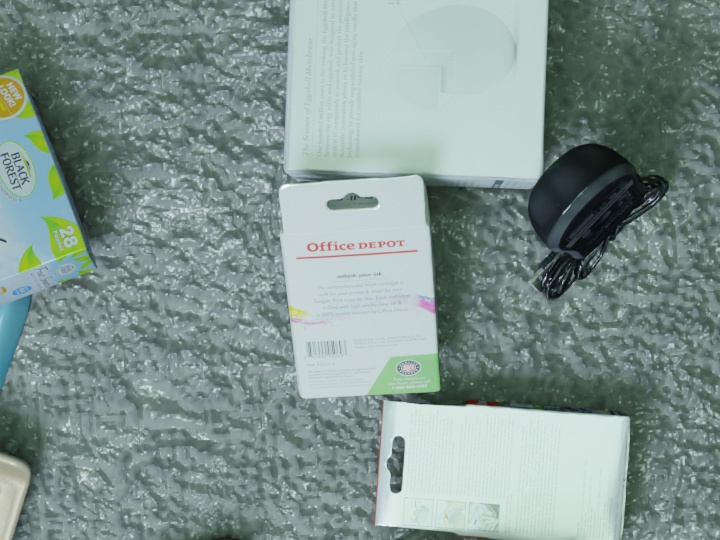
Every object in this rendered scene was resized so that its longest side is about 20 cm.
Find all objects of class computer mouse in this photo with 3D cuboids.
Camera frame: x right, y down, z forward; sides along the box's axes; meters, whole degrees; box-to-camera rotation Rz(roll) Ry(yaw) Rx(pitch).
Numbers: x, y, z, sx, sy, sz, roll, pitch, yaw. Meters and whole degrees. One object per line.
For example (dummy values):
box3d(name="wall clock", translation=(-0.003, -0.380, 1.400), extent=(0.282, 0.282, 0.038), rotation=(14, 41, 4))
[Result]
box3d(name="computer mouse", translation=(0.169, -0.051, 1.278), extent=(0.138, 0.200, 0.053), rotation=(-44, 73, 4))

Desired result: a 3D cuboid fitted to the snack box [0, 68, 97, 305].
box3d(name="snack box", translation=(-0.336, -0.047, 1.333), extent=(0.200, 0.068, 0.169), rotation=(-22, 76, -8))

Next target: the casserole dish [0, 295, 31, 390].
box3d(name="casserole dish", translation=(-0.353, 0.060, 1.377), extent=(0.121, 0.039, 0.200), rotation=(20, 92, 3))

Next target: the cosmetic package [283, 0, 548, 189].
box3d(name="cosmetic package", translation=(0.045, -0.169, 1.315), extent=(0.200, 0.123, 0.199), rotation=(3, 90, 2))

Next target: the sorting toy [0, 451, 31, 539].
box3d(name="sorting toy", translation=(-0.381, 0.216, 1.372), extent=(0.185, 0.036, 0.200), rotation=(19, 103, 3))

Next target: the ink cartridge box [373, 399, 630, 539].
box3d(name="ink cartridge box", translation=(0.115, 0.162, 1.348), extent=(0.200, 0.050, 0.109), rotation=(4, 91, 4))

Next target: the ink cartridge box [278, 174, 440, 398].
box3d(name="ink cartridge box", translation=(0.000, 0.000, 1.298), extent=(0.117, 0.067, 0.200), rotation=(-3, 123, 2))

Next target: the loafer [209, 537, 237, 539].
box3d(name="loafer", translation=(-0.184, 0.272, 1.351), extent=(0.200, 0.071, 0.073), rotation=(-25, 89, 3))
